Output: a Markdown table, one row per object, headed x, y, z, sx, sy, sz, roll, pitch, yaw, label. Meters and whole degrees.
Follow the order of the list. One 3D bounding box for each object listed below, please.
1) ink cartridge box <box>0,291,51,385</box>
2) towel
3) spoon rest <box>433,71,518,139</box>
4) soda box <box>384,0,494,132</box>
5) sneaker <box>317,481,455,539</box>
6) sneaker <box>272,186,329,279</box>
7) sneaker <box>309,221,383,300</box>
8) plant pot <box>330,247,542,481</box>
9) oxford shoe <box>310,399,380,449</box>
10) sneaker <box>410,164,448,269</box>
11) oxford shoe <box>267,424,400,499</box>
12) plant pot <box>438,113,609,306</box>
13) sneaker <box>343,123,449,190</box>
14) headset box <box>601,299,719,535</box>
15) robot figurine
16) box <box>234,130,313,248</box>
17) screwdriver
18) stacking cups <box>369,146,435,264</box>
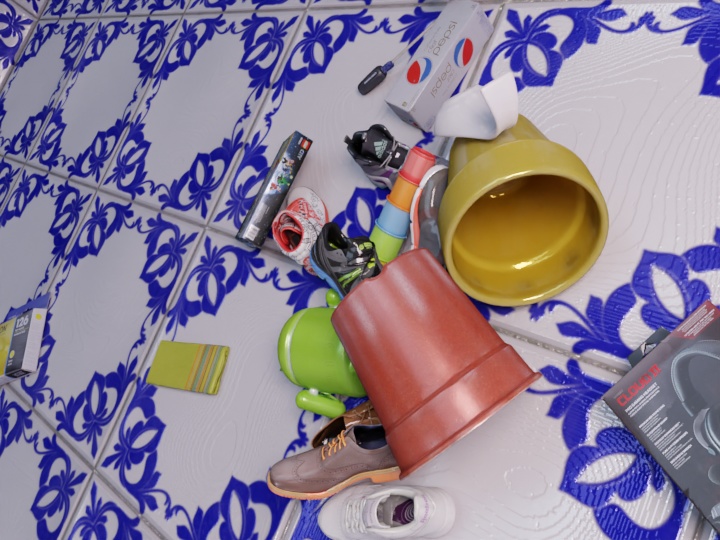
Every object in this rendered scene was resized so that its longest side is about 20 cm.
| x | y | z | sx | sy | sz | roll | pitch | yaw | label |
| --- | --- | --- | --- | --- | --- | --- | --- | --- | --- |
| -0.832 | 0.164 | 1.581 | 0.193 | 0.047 | 0.206 | -20 | 60 | 30 | ink cartridge box |
| -0.314 | 0.174 | 1.195 | 0.195 | 0.018 | 0.088 | -1 | 63 | 39 | towel |
| 0.143 | -0.190 | 0.794 | 0.097 | 0.062 | 0.200 | -29 | 10 | -1 | spoon rest |
| 0.127 | -0.331 | 1.060 | 0.068 | 0.063 | 0.203 | 35 | 91 | 42 | soda box |
| 0.016 | 0.297 | 0.822 | 0.196 | 0.099 | 0.077 | -19 | 60 | 31 | sneaker |
| -0.103 | -0.086 | 1.091 | 0.067 | 0.107 | 0.205 | -35 | 52 | 18 | sneaker |
| 0.000 | 0.000 | 0.915 | 0.199 | 0.070 | 0.085 | 40 | 124 | 34 | sneaker |
| 0.074 | 0.097 | 0.762 | 0.199 | 0.200 | 0.198 | -38 | 75 | 15 | plant pot |
| 0.017 | 0.205 | 0.885 | 0.198 | 0.071 | 0.073 | -36 | 50 | 17 | oxford shoe |
| 0.114 | -0.041 | 0.913 | 0.080 | 0.076 | 0.207 | 13 | 97 | 40 | sneaker |
| -0.027 | 0.231 | 0.834 | 0.193 | 0.075 | 0.072 | -13 | 32 | -5 | oxford shoe |
| 0.186 | -0.094 | 0.827 | 0.198 | 0.201 | 0.192 | -31 | 38 | 21 | plant pot |
| 0.051 | -0.167 | 0.987 | 0.196 | 0.139 | 0.080 | 16 | 77 | 41 | sneaker |
| 0.352 | 0.144 | 0.650 | 0.149 | 0.077 | 0.202 | -44 | 51 | 12 | headset box |
| -0.038 | 0.114 | 0.939 | 0.195 | 0.115 | 0.181 | 1 | 68 | 38 | robot figurine |
| -0.155 | -0.139 | 1.160 | 0.204 | 0.037 | 0.136 | -64 | 15 | -5 | box |
| 0.066 | -0.363 | 1.122 | 0.198 | 0.027 | 0.030 | -30 | 48 | 40 | screwdriver |
| 0.055 | -0.078 | 0.957 | 0.061 | 0.059 | 0.204 | 44 | 116 | 42 | stacking cups |
